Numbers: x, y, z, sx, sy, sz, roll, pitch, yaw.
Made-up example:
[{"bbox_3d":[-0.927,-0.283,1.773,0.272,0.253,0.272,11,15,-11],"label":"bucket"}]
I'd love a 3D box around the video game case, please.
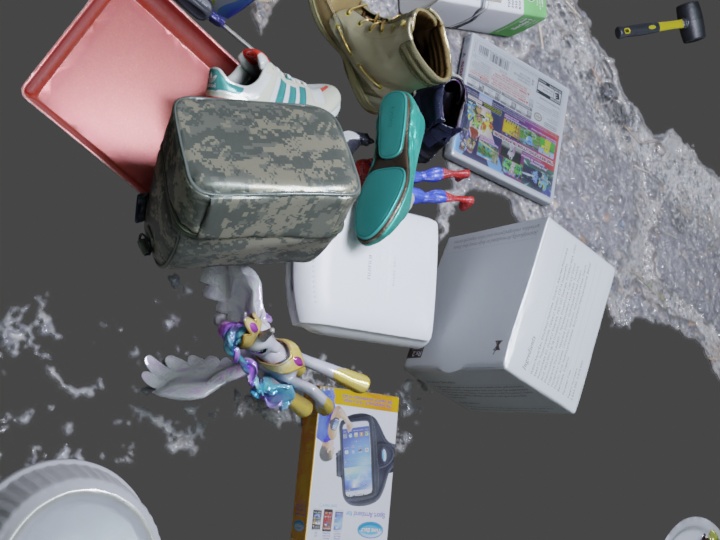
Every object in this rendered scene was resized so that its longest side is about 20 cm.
[{"bbox_3d":[0.211,-0.212,1.364,0.198,0.023,0.186,21,73,-32],"label":"video game case"}]

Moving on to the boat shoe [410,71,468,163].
[{"bbox_3d":[0.103,-0.241,1.233,0.074,0.092,0.204,18,63,-27],"label":"boat shoe"}]

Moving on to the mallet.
[{"bbox_3d":[0.488,-0.408,1.569,0.197,0.041,0.067,-6,89,-31],"label":"mallet"}]

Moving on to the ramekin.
[{"bbox_3d":[-0.282,0.286,0.924,0.199,0.094,0.207,5,81,-34],"label":"ramekin"}]

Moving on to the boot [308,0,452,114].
[{"bbox_3d":[0.023,-0.300,1.164,0.072,0.154,0.203,-32,102,-32],"label":"boot"}]

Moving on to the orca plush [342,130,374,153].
[{"bbox_3d":[-0.082,-0.129,1.147,0.105,0.072,0.198,38,41,25],"label":"orca plush"}]

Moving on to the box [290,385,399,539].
[{"bbox_3d":[-0.018,0.245,1.142,0.117,0.041,0.204,12,76,-33],"label":"box"}]

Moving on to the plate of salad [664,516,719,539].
[{"bbox_3d":[0.523,0.484,1.476,0.197,0.048,0.205,5,81,-33],"label":"plate of salad"}]

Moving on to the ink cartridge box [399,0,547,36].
[{"bbox_3d":[0.151,-0.411,1.308,0.197,0.084,0.149,-3,85,-35],"label":"ink cartridge box"}]

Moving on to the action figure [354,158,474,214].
[{"bbox_3d":[0.050,-0.107,1.225,0.197,0.051,0.067,2,77,-29],"label":"action figure"}]

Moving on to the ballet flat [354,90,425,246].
[{"bbox_3d":[0.044,-0.114,1.143,0.070,0.066,0.204,36,59,-50],"label":"ballet flat"}]

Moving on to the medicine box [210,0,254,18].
[{"bbox_3d":[-0.187,-0.418,1.069,0.197,0.102,0.186,21,73,-30],"label":"medicine box"}]

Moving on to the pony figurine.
[{"bbox_3d":[-0.112,0.086,1.028,0.200,0.191,0.169,40,66,-44],"label":"pony figurine"}]

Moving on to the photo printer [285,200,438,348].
[{"bbox_3d":[0.000,0.000,1.165,0.197,0.069,0.170,12,78,-33],"label":"photo printer"}]

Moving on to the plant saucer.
[{"bbox_3d":[-0.238,-0.196,1.047,0.199,0.036,0.202,41,64,-24],"label":"plant saucer"}]

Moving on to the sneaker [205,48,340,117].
[{"bbox_3d":[-0.095,-0.205,1.085,0.198,0.070,0.095,-24,119,-42],"label":"sneaker"}]

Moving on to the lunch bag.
[{"bbox_3d":[-0.120,-0.074,0.991,0.197,0.169,0.141,-2,52,-27],"label":"lunch bag"}]

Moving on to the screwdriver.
[{"bbox_3d":[-0.148,-0.277,1.115,0.199,0.028,0.030,30,42,-42],"label":"screwdriver"}]

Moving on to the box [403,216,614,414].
[{"bbox_3d":[0.184,0.062,1.205,0.130,0.198,0.203,32,68,-27],"label":"box"}]
